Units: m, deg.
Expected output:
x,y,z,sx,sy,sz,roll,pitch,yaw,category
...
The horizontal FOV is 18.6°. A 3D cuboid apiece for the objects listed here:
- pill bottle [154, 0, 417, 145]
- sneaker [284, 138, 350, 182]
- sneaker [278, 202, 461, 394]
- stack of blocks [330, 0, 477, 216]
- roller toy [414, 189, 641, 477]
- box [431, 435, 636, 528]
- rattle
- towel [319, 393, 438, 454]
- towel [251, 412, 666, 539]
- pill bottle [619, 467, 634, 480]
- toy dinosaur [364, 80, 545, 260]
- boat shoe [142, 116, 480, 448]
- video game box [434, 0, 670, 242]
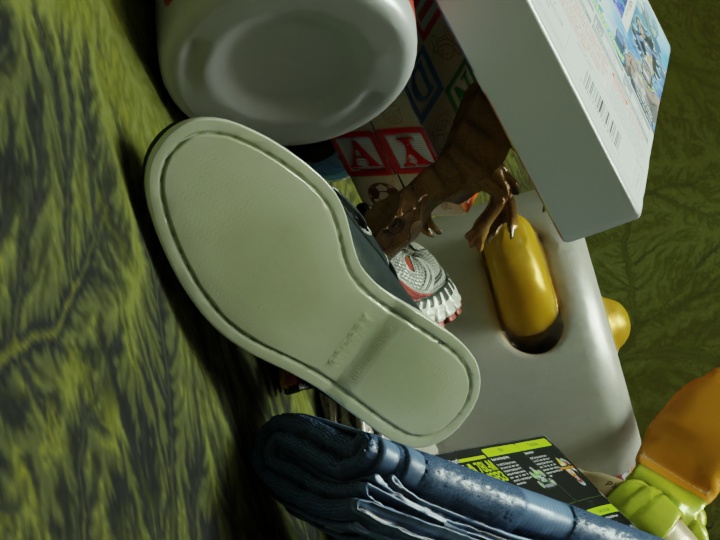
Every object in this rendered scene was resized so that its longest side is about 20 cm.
x,y,z,sx,sy,sz,roll,pitch,yaw,category
-0.038,-0.165,0.979,0.112,0.111,0.201,64,16,-52,pill bottle
-0.028,-0.145,1.123,0.090,0.078,0.201,-22,98,-77,sneaker
0.000,0.000,1.079,0.200,0.077,0.083,-40,115,-79,sneaker
0.046,-0.135,1.129,0.200,0.058,0.115,-60,135,-38,stack of blocks
0.096,0.046,1.343,0.183,0.139,0.201,-92,165,-71,roller toy
0.117,0.167,1.101,0.193,0.048,0.200,43,14,16,box
0.181,0.177,1.294,0.143,0.130,0.201,-56,134,-45,rattle
0.024,0.130,1.164,0.200,0.034,0.133,52,27,-68,towel
0.055,0.114,0.937,0.112,0.199,0.049,11,-100,63,towel
0.137,0.113,1.600,0.200,0.112,0.114,48,30,-70,pill bottle
0.066,-0.074,1.051,0.106,0.060,0.201,55,46,-37,toy dinosaur
-0.028,-0.001,0.919,0.199,0.075,0.066,38,1,-35,boat shoe
0.079,-0.142,1.020,0.201,0.047,0.182,60,27,-21,video game box
